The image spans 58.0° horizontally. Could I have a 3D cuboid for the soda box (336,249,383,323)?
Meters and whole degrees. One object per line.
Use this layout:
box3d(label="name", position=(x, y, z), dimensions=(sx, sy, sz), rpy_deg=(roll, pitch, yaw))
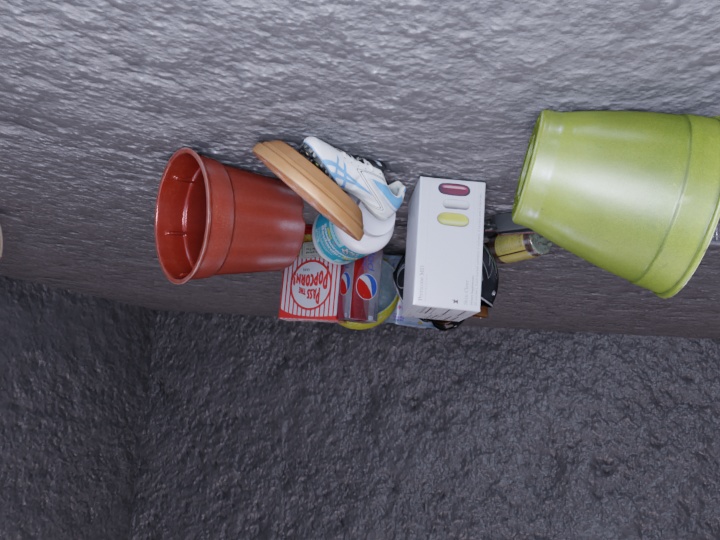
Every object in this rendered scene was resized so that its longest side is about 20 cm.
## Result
box3d(label="soda box", position=(0.000, 0.000, 1.302), dimensions=(0.068, 0.207, 0.063), rpy_deg=(10, 169, -28))

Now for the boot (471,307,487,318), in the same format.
box3d(label="boot", position=(0.208, 0.024, 1.464), dimensions=(0.193, 0.160, 0.074), rpy_deg=(6, 171, -6))

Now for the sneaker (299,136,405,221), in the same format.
box3d(label="sneaker", position=(-0.010, -0.144, 0.947), dimensions=(0.198, 0.074, 0.072), rpy_deg=(31, -175, -41))

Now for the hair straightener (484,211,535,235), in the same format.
box3d(label="hair straightener", position=(0.227, -0.092, 1.181), dimensions=(0.195, 0.042, 0.076), rpy_deg=(4, 171, 34))

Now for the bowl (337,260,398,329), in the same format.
box3d(label="bowl", position=(0.000, 0.071, 1.555), dimensions=(0.193, 0.204, 0.109), rpy_deg=(3, 138, 10))

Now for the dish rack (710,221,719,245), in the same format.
box3d(label="dish rack", position=(0.600, -0.077, 1.034), dimensions=(0.193, 0.045, 0.172), rpy_deg=(5, 169, 4))

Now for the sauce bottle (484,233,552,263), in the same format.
box3d(label="sauce bottle", position=(0.295, -0.049, 1.289), dimensions=(0.063, 0.067, 0.199), rpy_deg=(9, 171, -25))

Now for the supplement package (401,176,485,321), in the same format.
box3d(label="supplement package", position=(0.133, -0.029, 1.069), dimensions=(0.107, 0.207, 0.156), rpy_deg=(4, 170, -2))

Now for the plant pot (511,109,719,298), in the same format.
box3d(label="plant pot", position=(0.278, -0.095, 0.736), dimensions=(0.187, 0.206, 0.201), rpy_deg=(16, 172, 8))

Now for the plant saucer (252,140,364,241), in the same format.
box3d(label="plant saucer", position=(-0.067, -0.118, 0.921), dimensions=(0.199, 0.038, 0.200), rpy_deg=(39, 180, 0))

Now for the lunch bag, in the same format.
box3d(label="lunch bag", position=(0.150, 0.056, 1.636), dimensions=(0.196, 0.175, 0.126), rpy_deg=(12, 176, -36))

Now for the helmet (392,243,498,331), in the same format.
box3d(label="helmet", position=(0.176, 0.010, 1.294), dimensions=(0.189, 0.203, 0.199), rpy_deg=(-38, 154, 17))

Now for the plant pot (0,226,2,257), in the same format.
box3d(label="plant pot", position=(-0.929, -0.068, 1.472), dimensions=(0.171, 0.207, 0.200), rpy_deg=(-4, 171, -8))

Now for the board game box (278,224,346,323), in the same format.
box3d(label="board game box", position=(-0.093, 0.007, 1.392), dimensions=(0.147, 0.207, 0.046), rpy_deg=(-1, 169, 26))

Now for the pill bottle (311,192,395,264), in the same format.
box3d(label="pill bottle", position=(-0.009, -0.079, 1.135), dimensions=(0.107, 0.115, 0.199), rpy_deg=(8, 169, -20))

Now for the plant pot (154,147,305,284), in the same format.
box3d(label="plant pot", position=(-0.204, -0.080, 1.047), dimensions=(0.191, 0.208, 0.198), rpy_deg=(2, 174, -41))
